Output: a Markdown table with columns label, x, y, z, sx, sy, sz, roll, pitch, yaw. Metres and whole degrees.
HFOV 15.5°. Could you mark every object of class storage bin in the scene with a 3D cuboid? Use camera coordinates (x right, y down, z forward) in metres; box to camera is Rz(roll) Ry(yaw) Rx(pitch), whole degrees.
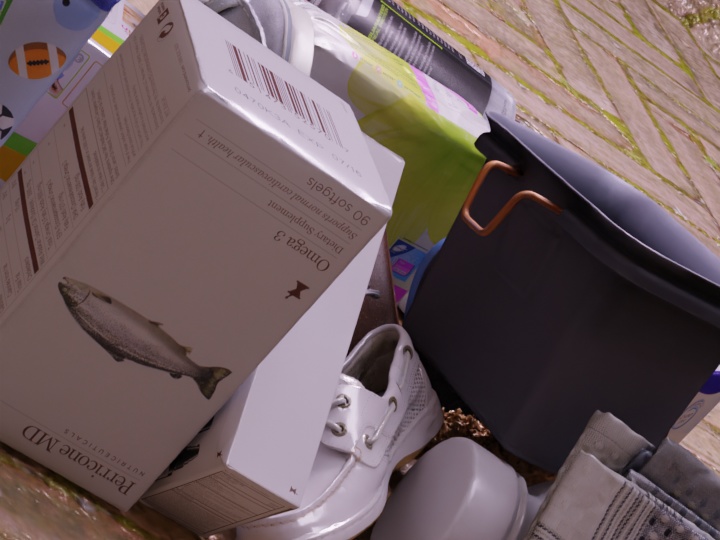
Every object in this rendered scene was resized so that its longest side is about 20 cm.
| label | x | y | z | sx | sy | sz | roll | pitch | yaw |
| --- | --- | --- | --- | --- | --- | --- | --- | --- | --- |
| storage bin | 0.104 | 0.019 | 1.415 | 0.145 | 0.134 | 0.200 | 25 | 11 | -31 |

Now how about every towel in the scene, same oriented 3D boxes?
| label | x | y | z | sx | sy | sz | roll | pitch | yaw |
| --- | --- | --- | --- | --- | --- | --- | --- | --- | --- |
| towel | 0.145 | 0.196 | 1.323 | 0.192 | 0.200 | 0.035 | 36 | -16 | -19 |

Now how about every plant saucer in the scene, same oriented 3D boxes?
| label | x | y | z | sx | sy | sz | roll | pitch | yaw |
| --- | --- | --- | --- | --- | --- | --- | --- | --- | --- |
| plant saucer | 0.000 | 0.000 | 1.505 | 0.200 | 0.037 | 0.201 | -8 | 90 | -89 |

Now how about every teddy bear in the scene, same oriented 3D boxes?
| label | x | y | z | sx | sy | sz | roll | pitch | yaw |
| --- | --- | --- | --- | --- | --- | --- | --- | --- | --- |
| teddy bear | 0.086 | 0.132 | 1.524 | 0.145 | 0.067 | 0.200 | 48 | 0 | -12 |

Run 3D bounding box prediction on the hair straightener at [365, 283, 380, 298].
| label | x | y | z | sx | sy | sz | roll | pitch | yaw |
| --- | --- | --- | --- | --- | --- | --- | --- | --- | --- |
| hair straightener | -0.089 | 0.001 | 1.389 | 0.200 | 0.041 | 0.077 | 12 | 61 | 1 |

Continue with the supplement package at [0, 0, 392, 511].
| label | x | y | z | sx | sy | sz | roll | pitch | yaw |
| --- | --- | --- | --- | --- | --- | --- | --- | --- | --- |
| supplement package | -0.099 | -0.010 | 1.246 | 0.117 | 0.200 | 0.117 | 32 | 19 | -27 |

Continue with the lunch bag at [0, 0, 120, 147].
| label | x | y | z | sx | sy | sz | roll | pitch | yaw |
| --- | --- | --- | --- | --- | --- | --- | --- | --- | --- |
| lunch bag | -0.239 | -0.152 | 1.340 | 0.200 | 0.170 | 0.124 | 38 | 14 | -9 |

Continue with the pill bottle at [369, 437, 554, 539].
| label | x | y | z | sx | sy | sz | roll | pitch | yaw |
| --- | --- | --- | --- | --- | --- | --- | --- | --- | --- |
| pill bottle | 0.106 | 0.176 | 1.387 | 0.200 | 0.114 | 0.114 | 35 | 18 | -20 |

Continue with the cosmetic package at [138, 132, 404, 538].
| label | x | y | z | sx | sy | sz | roll | pitch | yaw |
| --- | --- | --- | --- | --- | --- | --- | --- | --- | --- |
| cosmetic package | -0.044 | 0.027 | 1.302 | 0.051 | 0.082 | 0.200 | 34 | 56 | -27 |

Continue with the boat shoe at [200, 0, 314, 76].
| label | x | y | z | sx | sy | sz | roll | pitch | yaw |
| --- | --- | --- | --- | --- | --- | --- | --- | --- | --- |
| boat shoe | -0.081 | -0.144 | 1.517 | 0.071 | 0.070 | 0.201 | 13 | 28 | -24 |

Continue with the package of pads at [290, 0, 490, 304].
| label | x | y | z | sx | sy | sz | roll | pitch | yaw |
| --- | --- | --- | --- | --- | --- | --- | --- | --- | --- |
| package of pads | -0.017 | -0.067 | 1.643 | 0.200 | 0.155 | 0.068 | 28 | 22 | -37 |

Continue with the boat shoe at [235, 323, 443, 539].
| label | x | y | z | sx | sy | sz | roll | pitch | yaw |
| --- | --- | --- | --- | --- | --- | --- | --- | --- | --- |
| boat shoe | -0.018 | 0.085 | 1.348 | 0.200 | 0.071 | 0.069 | -49 | 128 | -61 |

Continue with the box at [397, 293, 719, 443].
| label | x | y | z | sx | sy | sz | roll | pitch | yaw |
| --- | --- | --- | --- | --- | --- | --- | --- | --- | --- |
| box | 0.133 | 0.036 | 1.803 | 0.200 | 0.105 | 0.184 | 48 | 18 | 21 |

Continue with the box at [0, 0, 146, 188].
| label | x | y | z | sx | sy | sz | roll | pitch | yaw |
| --- | --- | --- | --- | --- | --- | --- | --- | --- | --- |
| box | -0.130 | -0.073 | 1.501 | 0.200 | 0.101 | 0.113 | 36 | 18 | -17 |

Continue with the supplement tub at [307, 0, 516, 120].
| label | x | y | z | sx | sy | sz | roll | pitch | yaw |
| --- | --- | --- | --- | --- | --- | --- | --- | --- | --- |
| supplement tub | 0.003 | -0.133 | 1.903 | 0.200 | 0.123 | 0.123 | 37 | 18 | -17 |

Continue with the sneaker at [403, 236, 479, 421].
| label | x | y | z | sx | sy | sz | roll | pitch | yaw |
| --- | --- | --- | --- | --- | --- | --- | --- | --- | --- |
| sneaker | 0.048 | 0.029 | 1.581 | 0.078 | 0.066 | 0.200 | 60 | -12 | 31 |
